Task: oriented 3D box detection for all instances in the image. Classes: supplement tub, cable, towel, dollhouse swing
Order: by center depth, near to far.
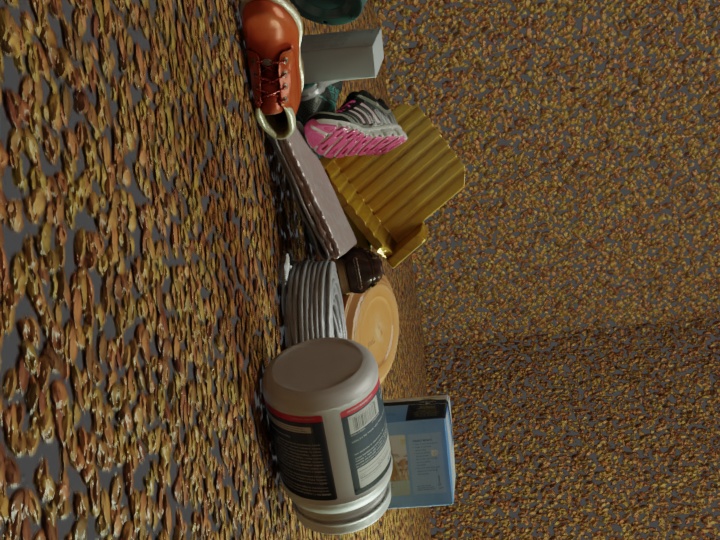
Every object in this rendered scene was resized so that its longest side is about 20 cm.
[{"bbox_3d":[-0.036,0.196,1.385,0.141,0.138,0.202,-84,167,-62],"label":"supplement tub"},{"bbox_3d":[-0.058,0.085,1.599,0.200,0.068,0.203,67,18,-69],"label":"cable"},{"bbox_3d":[-0.067,-0.113,1.636,0.191,0.032,0.202,-49,115,-80],"label":"towel"},{"bbox_3d":[0.060,-0.146,1.813,0.201,0.175,0.182,52,10,-5],"label":"dollhouse swing"}]

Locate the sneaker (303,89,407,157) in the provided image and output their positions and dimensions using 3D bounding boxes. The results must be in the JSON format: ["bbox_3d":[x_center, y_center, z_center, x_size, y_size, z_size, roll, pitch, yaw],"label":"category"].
[{"bbox_3d":[-0.017,-0.222,1.722,0.198,0.074,0.088,-5,65,-46],"label":"sneaker"}]

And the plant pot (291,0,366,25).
[{"bbox_3d":[-0.042,-0.498,1.815,0.201,0.197,0.190,71,30,-63],"label":"plant pot"}]

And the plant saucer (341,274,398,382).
[{"bbox_3d":[0.015,0.099,1.877,0.200,0.032,0.203,-11,102,-61],"label":"plant saucer"}]

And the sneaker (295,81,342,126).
[{"bbox_3d":[-0.069,-0.254,1.793,0.200,0.076,0.093,-48,130,-71],"label":"sneaker"}]

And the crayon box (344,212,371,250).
[{"bbox_3d":[-0.015,-0.021,1.961,0.127,0.051,0.202,-102,-169,-49],"label":"crayon box"}]

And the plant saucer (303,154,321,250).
[{"bbox_3d":[-0.071,-0.118,1.860,0.200,0.027,0.203,-6,90,-84],"label":"plant saucer"}]

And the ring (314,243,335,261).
[{"bbox_3d":[-0.049,-0.042,1.798,0.200,0.019,0.204,-6,90,-84],"label":"ring"}]

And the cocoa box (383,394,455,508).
[{"bbox_3d":[0.038,0.269,1.713,0.131,0.197,0.135,-56,140,-79],"label":"cocoa box"}]

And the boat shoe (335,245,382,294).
[{"bbox_3d":[0.000,0.000,1.736,0.200,0.069,0.071,-112,-172,-82],"label":"boat shoe"}]

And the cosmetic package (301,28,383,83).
[{"bbox_3d":[-0.045,-0.317,1.718,0.200,0.148,0.052,-75,158,-71],"label":"cosmetic package"}]

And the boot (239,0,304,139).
[{"bbox_3d":[-0.109,-0.256,1.461,0.201,0.074,0.108,76,15,-55],"label":"boot"}]
